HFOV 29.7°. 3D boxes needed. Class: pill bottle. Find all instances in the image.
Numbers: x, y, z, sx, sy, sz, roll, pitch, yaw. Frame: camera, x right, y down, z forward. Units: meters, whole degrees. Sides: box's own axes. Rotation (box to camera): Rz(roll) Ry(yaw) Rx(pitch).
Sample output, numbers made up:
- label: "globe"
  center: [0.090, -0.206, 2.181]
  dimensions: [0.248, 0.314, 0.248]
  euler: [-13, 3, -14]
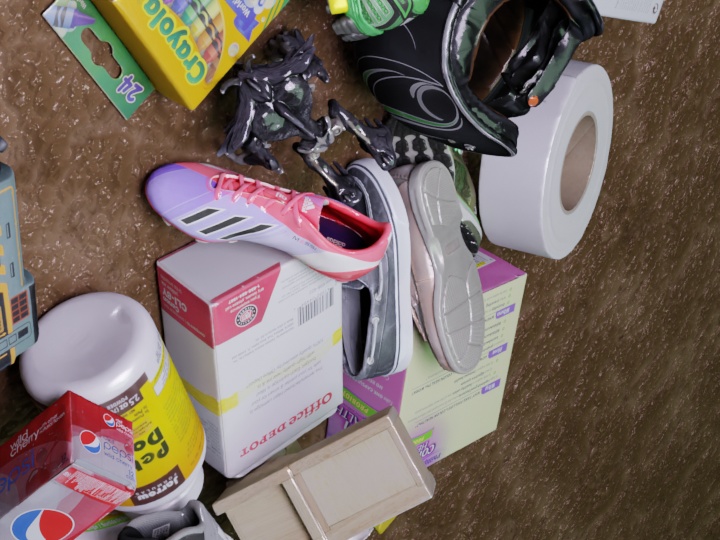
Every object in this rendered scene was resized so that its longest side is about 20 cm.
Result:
- label: "pill bottle"
  center: [-0.190, 0.118, 1.090]
  dimensions: [0.109, 0.109, 0.201]
  euler: [-42, 141, -22]

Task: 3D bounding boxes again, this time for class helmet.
- label: "helmet"
  center: [0.086, -0.198, 1.134]
  dimensions: [0.199, 0.191, 0.201]
  euler: [-10, 111, -26]

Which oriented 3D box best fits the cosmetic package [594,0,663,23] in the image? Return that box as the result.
- label: "cosmetic package"
  center: [0.205, -0.290, 1.290]
  dimensions: [0.199, 0.101, 0.072]
  euler: [-7, 120, -50]

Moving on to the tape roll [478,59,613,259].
- label: "tape roll"
  center: [0.191, -0.117, 1.379]
  dimensions: [0.202, 0.070, 0.204]
  euler: [-41, 138, -50]

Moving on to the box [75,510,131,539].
- label: "box"
  center: [-0.228, 0.265, 1.158]
  dimensions: [0.199, 0.101, 0.113]
  euler: [13, 105, -54]

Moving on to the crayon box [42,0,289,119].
- label: "crayon box"
  center: [-0.120, -0.210, 0.987]
  dimensions: [0.200, 0.051, 0.126]
  euler: [-51, 144, -12]

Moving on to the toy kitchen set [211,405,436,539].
- label: "toy kitchen set"
  center: [-0.003, 0.218, 1.232]
  dimensions: [0.180, 0.164, 0.200]
  euler: [-28, -176, 11]

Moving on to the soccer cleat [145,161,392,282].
- label: "soccer cleat"
  center: [-0.071, -0.047, 1.081]
  dimensions: [0.076, 0.199, 0.067]
  euler: [-44, -150, 54]

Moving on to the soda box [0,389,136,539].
- label: "soda box"
  center: [-0.254, 0.176, 1.003]
  dimensions: [0.200, 0.070, 0.063]
  euler: [-37, 132, 22]

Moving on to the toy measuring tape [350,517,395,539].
- label: "toy measuring tape"
  center: [0.006, 0.256, 1.474]
  dimensions: [0.200, 0.073, 0.074]
  euler: [-47, 144, -17]

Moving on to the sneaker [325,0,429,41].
- label: "sneaker"
  center: [0.009, -0.279, 1.021]
  dimensions: [0.078, 0.085, 0.202]
  euler: [-29, 109, -70]

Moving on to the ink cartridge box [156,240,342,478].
- label: "ink cartridge box"
  center: [-0.093, 0.061, 1.191]
  dimensions: [0.145, 0.083, 0.201]
  euler: [-30, 136, -34]

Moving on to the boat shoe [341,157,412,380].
- label: "boat shoe"
  center: [0.000, 0.000, 1.236]
  dimensions: [0.067, 0.071, 0.202]
  euler: [-11, 100, -40]

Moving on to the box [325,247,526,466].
- label: "box"
  center: [0.067, 0.092, 1.403]
  dimensions: [0.175, 0.096, 0.201]
  euler: [-22, 130, -41]

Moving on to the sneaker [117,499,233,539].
- label: "sneaker"
  center: [-0.182, 0.261, 1.070]
  dimensions: [0.200, 0.075, 0.116]
  euler: [-51, 141, -30]

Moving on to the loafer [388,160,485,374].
- label: "loafer"
  center: [0.066, -0.002, 1.264]
  dimensions: [0.072, 0.063, 0.201]
  euler: [-23, 105, -46]

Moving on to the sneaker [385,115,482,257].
- label: "sneaker"
  center: [0.072, -0.102, 1.313]
  dimensions: [0.201, 0.076, 0.089]
  euler: [67, 30, -48]

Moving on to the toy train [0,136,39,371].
- label: "toy train"
  center: [-0.279, -0.006, 0.921]
  dimensions: [0.114, 0.085, 0.201]
  euler: [-39, 140, -46]

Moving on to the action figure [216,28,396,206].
- label: "action figure"
  center: [-0.058, -0.125, 1.086]
  dimensions: [0.119, 0.102, 0.200]
  euler: [-53, 141, 1]
